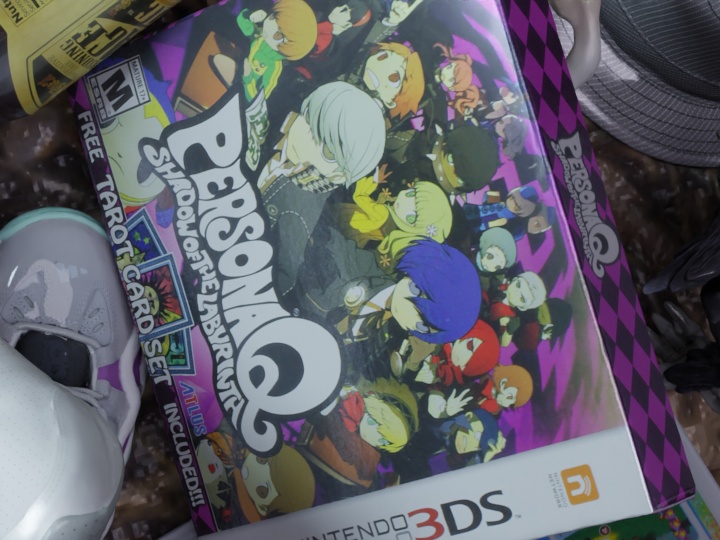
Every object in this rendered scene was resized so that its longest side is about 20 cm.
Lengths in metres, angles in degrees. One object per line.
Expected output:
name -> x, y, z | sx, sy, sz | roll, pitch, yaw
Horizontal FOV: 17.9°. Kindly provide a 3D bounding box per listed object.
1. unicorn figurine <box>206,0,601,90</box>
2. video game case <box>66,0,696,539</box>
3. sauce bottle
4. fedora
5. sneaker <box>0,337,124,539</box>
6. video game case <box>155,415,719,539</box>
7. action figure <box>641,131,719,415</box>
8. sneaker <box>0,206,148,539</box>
unicorn figurine -> 0.027, -0.054, 0.793 | 0.074, 0.200, 0.138 | -14, 124, -53
video game case -> 0.000, 0.000, 0.753 | 0.036, 0.181, 0.200 | -13, 86, -55
sauce bottle -> -0.113, -0.090, 0.769 | 0.200, 0.066, 0.066 | -36, 103, 11
fedora -> 0.158, -0.137, 0.857 | 0.177, 0.090, 0.200 | 43, 80, -14
sneaker -> -0.143, 0.038, 0.711 | 0.070, 0.200, 0.080 | -51, 130, -3
video game case -> 0.044, 0.132, 0.811 | 0.200, 0.024, 0.182 | -30, 74, -2
action figure -> 0.160, 0.019, 0.860 | 0.119, 0.102, 0.200 | -29, 116, -15
sneaker -> -0.104, 0.079, 0.759 | 0.078, 0.140, 0.200 | 9, 90, -17
